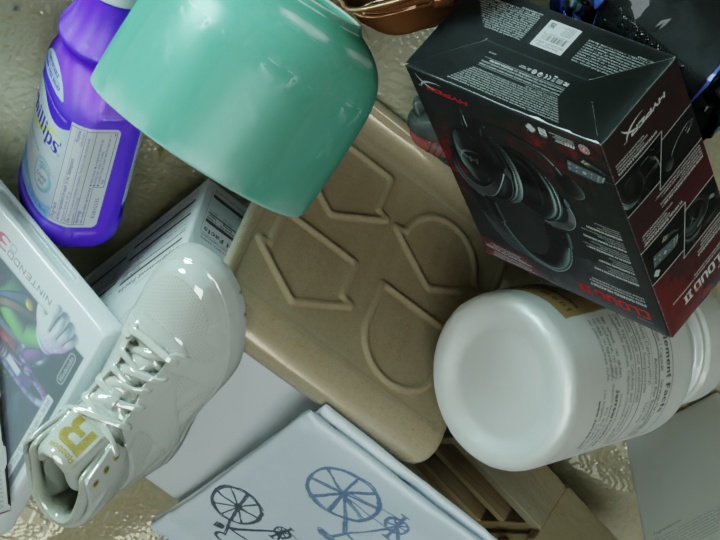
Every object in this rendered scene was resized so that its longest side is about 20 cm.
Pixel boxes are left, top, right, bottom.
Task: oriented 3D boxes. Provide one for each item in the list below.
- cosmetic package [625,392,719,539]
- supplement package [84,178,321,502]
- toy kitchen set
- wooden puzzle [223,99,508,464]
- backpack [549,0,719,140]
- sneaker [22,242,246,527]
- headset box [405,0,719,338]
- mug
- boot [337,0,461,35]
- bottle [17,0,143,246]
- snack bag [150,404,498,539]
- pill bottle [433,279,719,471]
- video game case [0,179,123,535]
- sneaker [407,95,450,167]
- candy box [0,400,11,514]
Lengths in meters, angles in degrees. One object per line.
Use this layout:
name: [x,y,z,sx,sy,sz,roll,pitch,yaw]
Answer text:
cosmetic package: [0.250,0.191,1.635,0.081,0.200,0.113,-28,120,17]
supplement package: [-0.085,0.068,1.592,0.200,0.111,0.156,38,129,-20]
toy kitchen set: [0.041,0.223,1.685,0.180,0.200,0.163,47,152,-24]
wooden puzzle: [0.000,0.000,1.548,0.185,0.200,0.046,37,149,-20]
backpack: [0.199,-0.162,1.442,0.135,0.200,0.183,41,73,5]
sneaker: [-0.141,0.079,1.454,0.074,0.116,0.200,36,133,14]
headset box: [0.129,-0.058,1.405,0.077,0.149,0.200,-48,141,-20]
mug: [-0.065,-0.122,1.420,0.152,0.185,0.114,33,99,-3]
boot: [0.078,-0.204,1.411,0.200,0.155,0.074,-40,82,14]
bottle: [-0.167,-0.110,1.504,0.065,0.084,0.200,-1,134,-24]
snack bag: [-0.015,0.182,1.579,0.189,0.021,0.200,37,135,-16]
pill bottle: [0.150,0.057,1.553,0.200,0.114,0.114,-11,135,-48]
video game case: [-0.252,0.046,1.569,0.182,0.023,0.200,48,127,22]
sneaker: [0.119,-0.056,1.559,0.200,0.071,0.098,16,117,-11]
candy box: [-0.302,0.061,1.561,0.136,0.061,0.200,4,103,40]
